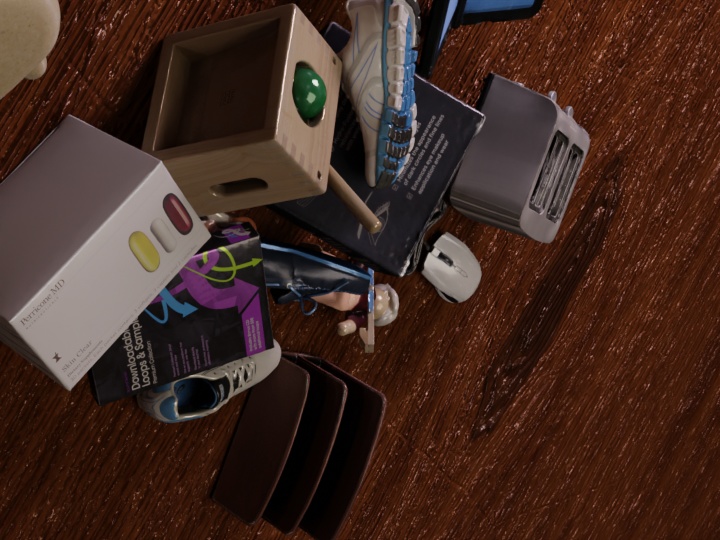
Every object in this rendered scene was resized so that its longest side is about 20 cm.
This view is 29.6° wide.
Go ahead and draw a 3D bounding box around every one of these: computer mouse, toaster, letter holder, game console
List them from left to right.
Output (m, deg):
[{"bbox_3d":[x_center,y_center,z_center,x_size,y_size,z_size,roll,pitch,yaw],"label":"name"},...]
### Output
[{"bbox_3d":[-0.070,0.217,1.644,0.100,0.141,0.202,13,101,-51],"label":"letter holder"},{"bbox_3d":[0.116,-0.012,1.810,0.110,0.044,0.200,-60,141,-7],"label":"computer mouse"},{"bbox_3d":[0.154,-0.328,1.564,0.201,0.115,0.177,101,9,-52],"label":"game console"},{"bbox_3d":[0.198,-0.133,1.744,0.181,0.118,0.202,19,92,-66],"label":"toaster"}]

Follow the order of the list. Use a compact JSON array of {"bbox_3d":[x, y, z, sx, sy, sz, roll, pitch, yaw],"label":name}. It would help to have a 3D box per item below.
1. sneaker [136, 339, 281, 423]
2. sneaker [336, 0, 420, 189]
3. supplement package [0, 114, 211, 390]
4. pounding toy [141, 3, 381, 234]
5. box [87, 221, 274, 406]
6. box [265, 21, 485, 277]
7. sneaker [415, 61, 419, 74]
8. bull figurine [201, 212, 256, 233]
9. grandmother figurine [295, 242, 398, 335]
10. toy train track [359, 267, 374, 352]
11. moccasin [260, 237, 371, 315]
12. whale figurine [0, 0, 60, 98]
[{"bbox_3d":[-0.160,0.127,1.549,0.199,0.072,0.073,-21,123,-43],"label":"sneaker"},{"bbox_3d":[0.011,-0.185,1.394,0.075,0.086,0.202,-15,110,-68],"label":"sneaker"},{"bbox_3d":[-0.272,-0.021,1.272,0.200,0.155,0.111,-49,139,-17],"label":"supplement package"},{"bbox_3d":[-0.088,-0.135,1.332,0.142,0.198,0.186,45,45,-50],"label":"pounding toy"},{"bbox_3d":[-0.191,0.045,1.396,0.198,0.036,0.144,-18,125,-18],"label":"box"},{"bbox_3d":[-0.004,-0.128,1.477,0.199,0.117,0.198,30,86,-11],"label":"box"},{"bbox_3d":[0.007,-0.186,1.578,0.200,0.074,0.116,-49,136,-34],"label":"sneaker"},{"bbox_3d":[-0.197,0.005,1.431,0.200,0.065,0.121,-48,137,-4],"label":"bull figurine"},{"bbox_3d":[-0.015,0.022,1.671,0.200,0.060,0.123,30,72,-54],"label":"grandmother figurine"},{"bbox_3d":[0.000,0.000,1.605,0.115,0.032,0.202,93,-3,-63],"label":"toy train track"},{"bbox_3d":[-0.088,0.005,1.530,0.198,0.080,0.069,13,96,-14],"label":"moccasin"},{"bbox_3d":[-0.343,-0.194,1.163,0.158,0.104,0.201,-3,136,-48],"label":"whale figurine"}]
